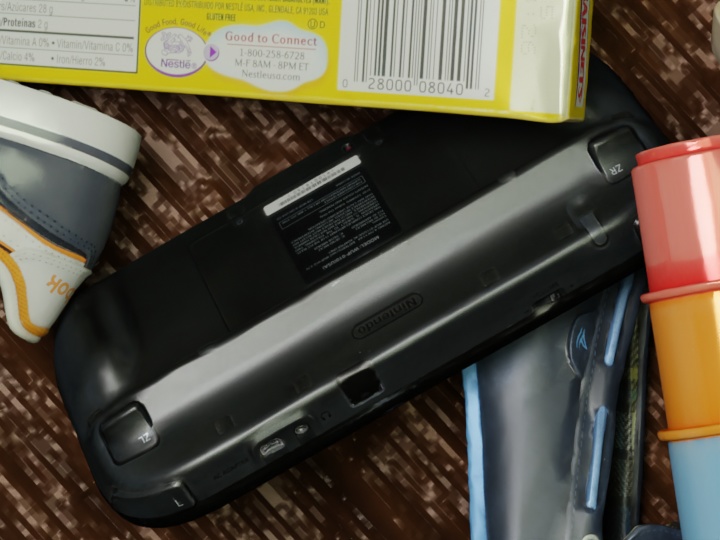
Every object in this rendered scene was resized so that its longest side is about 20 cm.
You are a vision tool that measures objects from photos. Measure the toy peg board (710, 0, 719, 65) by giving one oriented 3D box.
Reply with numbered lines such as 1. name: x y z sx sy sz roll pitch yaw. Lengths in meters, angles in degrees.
1. toy peg board: 0.228 -0.006 0.736 0.200 0.098 0.199 -18 56 -8

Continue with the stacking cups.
1. stacking cups: 0.115 0.062 0.715 0.060 0.061 0.201 -6 86 -2

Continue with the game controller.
1. game controller: 0.000 0.000 0.776 0.200 0.104 0.042 -29 124 -1

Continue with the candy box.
1. candy box: -0.026 -0.102 0.772 0.199 0.026 0.103 6 92 21

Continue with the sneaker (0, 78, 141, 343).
1. sneaker: -0.173 -0.037 0.779 0.200 0.078 0.080 18 86 1

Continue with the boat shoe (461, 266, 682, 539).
1. boat shoe: 0.071 0.085 0.774 0.068 0.084 0.201 -7 89 11
